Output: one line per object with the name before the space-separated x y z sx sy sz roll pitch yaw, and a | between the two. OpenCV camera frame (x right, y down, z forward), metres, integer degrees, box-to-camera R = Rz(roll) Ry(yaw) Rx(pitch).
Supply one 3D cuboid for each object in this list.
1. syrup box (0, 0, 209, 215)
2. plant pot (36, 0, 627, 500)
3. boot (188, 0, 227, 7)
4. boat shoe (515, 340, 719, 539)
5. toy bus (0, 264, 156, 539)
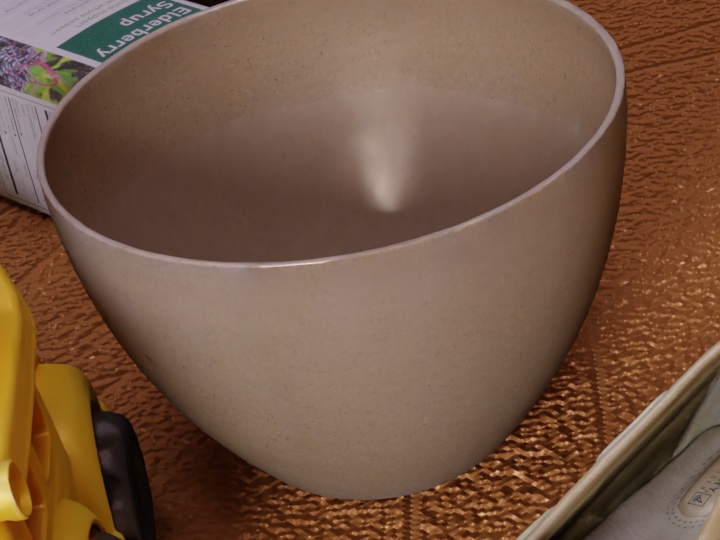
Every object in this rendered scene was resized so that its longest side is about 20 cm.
syrup box | -0.107 -0.071 1.085 0.200 0.081 0.079 20 43 41
plant pot | 0.000 0.000 0.888 0.200 0.135 0.200 -8 31 5
boot | -0.122 -0.175 1.267 0.200 0.072 0.155 -10 32 -9
boat shoe | 0.079 0.091 0.787 0.073 0.063 0.201 18 41 39
toy bus | -0.146 0.055 0.791 0.136 0.192 0.200 -11 30 2
